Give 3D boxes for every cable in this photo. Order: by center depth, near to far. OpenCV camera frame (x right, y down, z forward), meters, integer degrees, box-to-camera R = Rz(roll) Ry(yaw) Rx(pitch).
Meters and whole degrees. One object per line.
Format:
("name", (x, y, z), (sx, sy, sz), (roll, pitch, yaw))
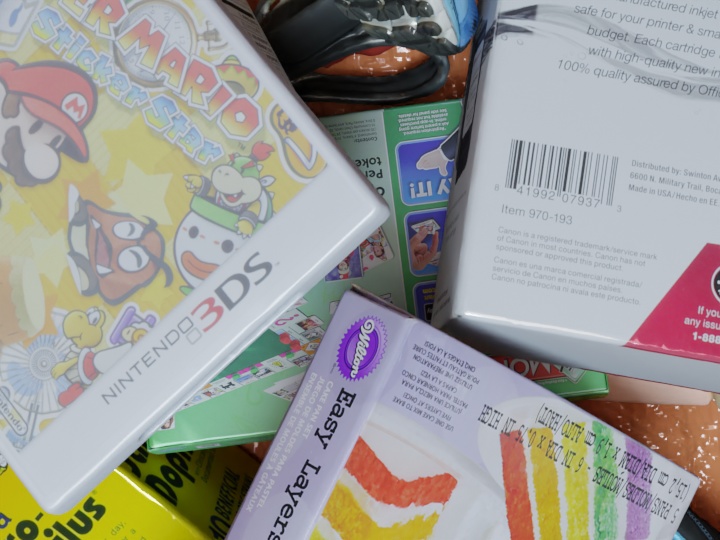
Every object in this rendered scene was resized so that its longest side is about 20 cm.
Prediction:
("cable", (-0.040, -0.096, 0.932), (0.199, 0.051, 0.097), (-27, 122, 22))

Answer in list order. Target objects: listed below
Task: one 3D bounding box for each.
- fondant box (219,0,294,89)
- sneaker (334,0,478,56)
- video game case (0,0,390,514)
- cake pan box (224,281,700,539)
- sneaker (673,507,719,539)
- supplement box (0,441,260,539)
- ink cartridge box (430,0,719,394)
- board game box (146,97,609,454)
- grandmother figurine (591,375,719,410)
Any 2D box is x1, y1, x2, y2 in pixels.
("fondant box", (-0.112, -0.074, 0.881), (0.144, 0.058, 0.201), (-31, 78, 11))
("sneaker", (0.017, -0.181, 0.832), (0.090, 0.078, 0.202), (-30, 115, -27))
("video game case", (-0.116, -0.038, 0.838), (0.182, 0.023, 0.200), (-42, 77, 9))
("cake pan box", (0.032, 0.129, 0.841), (0.199, 0.052, 0.185), (31, 86, -40))
("sneaker", (0.159, 0.157, 0.972), (0.199, 0.082, 0.073), (35, 103, -10))
("supplement box", (-0.120, 0.114, 0.953), (0.200, 0.109, 0.110), (40, 106, -11))
("ink cartridge box", (0.115, -0.062, 0.861), (0.144, 0.083, 0.202), (10, 80, -4))
("board game box", (0.000, 0.000, 0.911), (0.198, 0.029, 0.136), (-7, 82, 2))
("grandmother figurine", (0.072, 0.025, 0.945), (0.198, 0.061, 0.123), (-1, 80, 0))
